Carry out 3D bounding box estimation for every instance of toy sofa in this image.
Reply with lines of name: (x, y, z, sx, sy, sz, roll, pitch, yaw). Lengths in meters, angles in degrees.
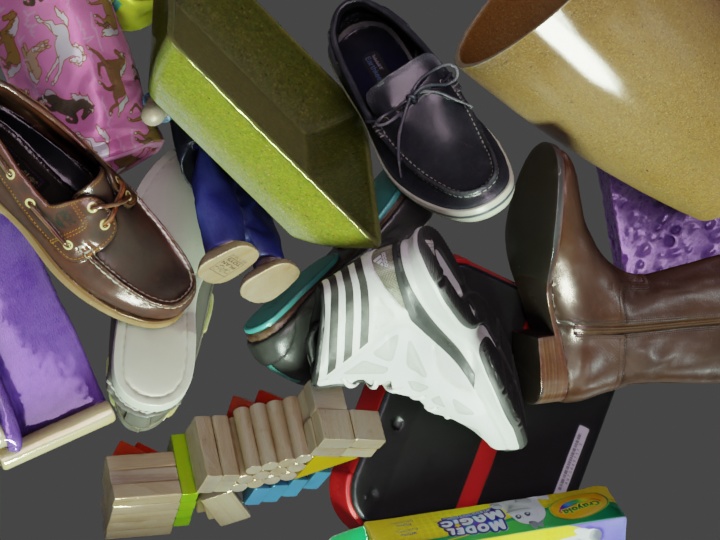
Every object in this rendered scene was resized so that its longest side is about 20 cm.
toy sofa: (-0.237, 0.024, 1.638, 0.083, 0.098, 0.200, -23, 86, -14)

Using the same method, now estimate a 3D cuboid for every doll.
doll: (-0.098, -0.078, 1.668, 0.136, 0.048, 0.200, 25, 37, -44)

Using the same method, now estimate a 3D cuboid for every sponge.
sponge: (0.223, -0.083, 1.791, 0.111, 0.030, 0.200, -9, 85, -13)

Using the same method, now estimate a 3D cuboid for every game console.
game console: (0.081, 0.105, 1.711, 0.177, 0.031, 0.200, 25, 82, -26)

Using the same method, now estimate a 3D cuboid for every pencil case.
pencil case: (-0.205, -0.150, 1.679, 0.083, 0.086, 0.200, -21, 86, -39)

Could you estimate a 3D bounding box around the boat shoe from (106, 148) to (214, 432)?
boat shoe: (-0.132, 0.011, 1.677, 0.072, 0.060, 0.202, 14, 60, -7)

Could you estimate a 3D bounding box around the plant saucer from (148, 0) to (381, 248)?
plant saucer: (-0.072, -0.111, 1.635, 0.048, 0.200, 0.200, -38, 115, 17)

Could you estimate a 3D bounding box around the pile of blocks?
pile of blocks: (-0.083, 0.120, 1.664, 0.200, 0.082, 0.062, -16, 59, 4)

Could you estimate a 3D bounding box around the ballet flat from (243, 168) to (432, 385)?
ballet flat: (0.000, 0.000, 1.711, 0.200, 0.068, 0.068, -48, 109, -20)

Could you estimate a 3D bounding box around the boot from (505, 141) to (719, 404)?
boot: (0.201, -0.004, 1.714, 0.200, 0.064, 0.187, -6, 108, -24)

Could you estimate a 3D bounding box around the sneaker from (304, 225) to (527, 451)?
sneaker: (0.031, 0.058, 1.638, 0.115, 0.201, 0.076, -20, 42, 14)

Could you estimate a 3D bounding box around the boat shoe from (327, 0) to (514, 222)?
boat shoe: (0.035, -0.110, 1.690, 0.075, 0.062, 0.200, -30, 57, -6)

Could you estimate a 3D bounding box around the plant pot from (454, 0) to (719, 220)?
plant pot: (0.199, -0.135, 1.700, 0.200, 0.186, 0.186, 45, 75, -13)

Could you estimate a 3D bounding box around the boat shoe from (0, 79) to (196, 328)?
boat shoe: (-0.183, -0.043, 1.602, 0.200, 0.070, 0.070, 39, 50, -6)

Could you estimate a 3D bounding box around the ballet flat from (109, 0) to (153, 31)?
ballet flat: (-0.109, -0.245, 1.722, 0.067, 0.067, 0.200, 40, 75, -2)

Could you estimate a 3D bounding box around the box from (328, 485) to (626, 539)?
box: (0.077, 0.216, 1.679, 0.200, 0.048, 0.118, -7, 117, -12)
